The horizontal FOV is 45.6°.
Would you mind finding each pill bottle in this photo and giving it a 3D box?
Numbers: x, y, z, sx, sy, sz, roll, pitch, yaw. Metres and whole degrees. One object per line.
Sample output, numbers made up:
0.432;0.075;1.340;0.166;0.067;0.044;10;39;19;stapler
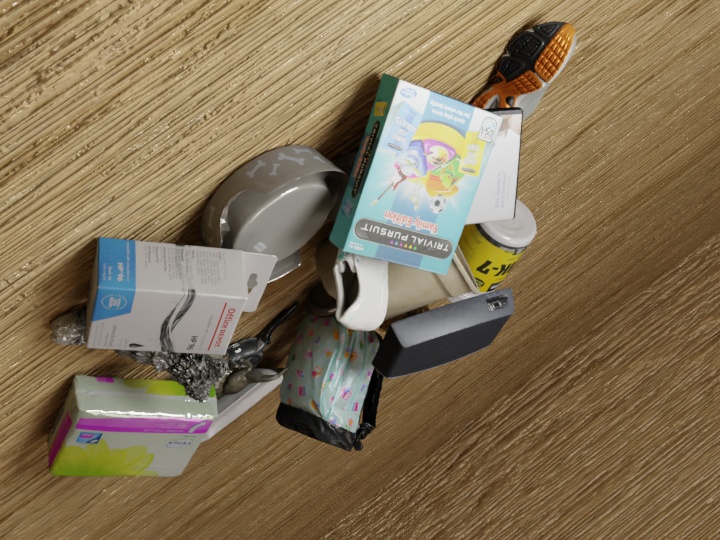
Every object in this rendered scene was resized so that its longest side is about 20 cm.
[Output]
0.218;-0.031;1.517;0.113;0.115;0.201;-21;153;-36;pill bottle

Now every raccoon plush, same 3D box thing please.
-0.253;0.105;1.014;0.198;0.135;0.097;-19;154;-39;raccoon plush

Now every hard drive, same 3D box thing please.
0.121;0.093;1.226;0.197;0.043;0.136;-15;153;-23;hard drive

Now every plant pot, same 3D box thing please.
0.042;-0.015;1.202;0.182;0.203;0.200;-29;160;9;plant pot

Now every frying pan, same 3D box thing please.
-0.167;0.128;1.351;0.188;0.031;0.115;-30;159;-13;frying pan

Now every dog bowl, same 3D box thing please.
-0.103;-0.065;1.019;0.198;0.059;0.201;-32;157;-15;dog bowl

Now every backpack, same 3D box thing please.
-0.046;0.164;1.347;0.126;0.165;0.203;30;76;-46;backpack

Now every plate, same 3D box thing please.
-0.209;0.216;1.404;0.198;0.033;0.200;-37;172;2;plate

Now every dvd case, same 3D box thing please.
0.109;-0.124;1.060;0.197;0.018;0.145;-7;113;-20;dvd case

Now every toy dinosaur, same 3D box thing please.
-0.210;0.157;1.266;0.197;0.078;0.103;-18;158;-20;toy dinosaur

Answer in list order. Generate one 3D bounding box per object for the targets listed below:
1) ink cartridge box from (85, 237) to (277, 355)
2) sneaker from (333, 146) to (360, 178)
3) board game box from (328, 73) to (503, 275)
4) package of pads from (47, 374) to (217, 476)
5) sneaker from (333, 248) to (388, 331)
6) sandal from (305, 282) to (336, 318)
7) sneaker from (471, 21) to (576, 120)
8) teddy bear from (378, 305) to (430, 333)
-0.195;0.033;0.947;0.197;0.069;0.117;5;141;-22;ink cartridge box
0.057;-0.165;1.071;0.197;0.066;0.092;-10;111;-17;sneaker
0.066;-0.108;1.006;0.149;0.047;0.203;12;104;-29;board game box
-0.310;0.216;1.161;0.197;0.069;0.155;9;132;-33;package of pads
-0.001;-0.027;1.084;0.074;0.204;0.088;-3;172;31;sneaker
0.000;0.000;1.317;0.198;0.082;0.055;-27;135;-8;sandal
0.223;-0.257;1.151;0.091;0.076;0.200;-26;164;-46;sneaker
0.053;0.052;1.338;0.142;0.201;0.068;-14;124;-5;teddy bear
